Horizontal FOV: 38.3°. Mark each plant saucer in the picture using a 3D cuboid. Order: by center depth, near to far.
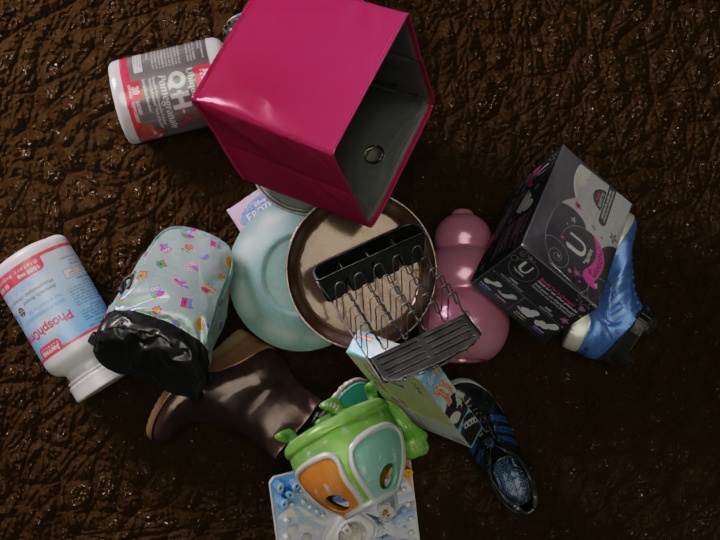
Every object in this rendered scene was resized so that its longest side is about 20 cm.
[{"bbox_3d":[0.000,0.000,1.336,0.197,0.034,0.204,0,88,-9],"label":"plant saucer"},{"bbox_3d":[-0.078,0.005,1.366,0.197,0.039,0.205,0,88,-2],"label":"plant saucer"}]

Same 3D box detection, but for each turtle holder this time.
[{"bbox_3d":[-0.006,0.228,1.289,0.140,0.185,0.133,-33,76,16],"label":"turtle holder"}]

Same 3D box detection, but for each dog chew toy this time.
[{"bbox_3d":[0.136,0.019,1.380,0.122,0.125,0.204,1,80,-3],"label":"dog chew toy"}]

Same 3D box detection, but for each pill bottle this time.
[{"bbox_3d":[-0.384,0.065,1.355,0.108,0.109,0.202,-31,89,-4],"label":"pill bottle"},{"bbox_3d":[-0.224,-0.244,1.375,0.197,0.111,0.113,-14,88,-3],"label":"pill bottle"}]

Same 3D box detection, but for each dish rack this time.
[{"bbox_3d":[0.047,0.041,1.244,0.152,0.055,0.201,-25,44,-10],"label":"dish rack"}]

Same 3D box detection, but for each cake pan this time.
[{"bbox_3d":[-0.059,-0.172,1.378,0.197,0.037,0.203,-4,67,10],"label":"cake pan"}]

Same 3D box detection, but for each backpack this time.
[{"bbox_3d":[-0.234,0.045,1.323,0.165,0.127,0.202,26,44,-8],"label":"backpack"}]

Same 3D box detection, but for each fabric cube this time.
[{"bbox_3d":[-0.049,-0.203,1.259,0.197,0.200,0.198,21,73,22],"label":"fabric cube"}]

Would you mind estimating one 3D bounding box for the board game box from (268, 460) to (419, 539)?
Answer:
[{"bbox_3d":[-0.012,0.348,1.359,0.197,0.026,0.204,-10,98,-21],"label":"board game box"}]

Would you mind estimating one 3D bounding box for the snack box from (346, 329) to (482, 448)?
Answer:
[{"bbox_3d":[0.071,0.152,1.314,0.115,0.200,0.037,18,67,34],"label":"snack box"}]

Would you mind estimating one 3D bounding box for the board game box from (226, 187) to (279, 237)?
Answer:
[{"bbox_3d":[-0.047,-0.051,1.410,0.199,0.041,0.201,-34,89,-4],"label":"board game box"}]

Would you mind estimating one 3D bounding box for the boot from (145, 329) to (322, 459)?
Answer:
[{"bbox_3d":[-0.166,0.189,1.355,0.200,0.073,0.166,-44,66,-11],"label":"boot"}]

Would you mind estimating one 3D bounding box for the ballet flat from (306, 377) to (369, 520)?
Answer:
[{"bbox_3d":[-0.041,0.235,1.385,0.075,0.064,0.203,22,87,-22],"label":"ballet flat"}]

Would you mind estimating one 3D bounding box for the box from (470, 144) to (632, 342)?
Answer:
[{"bbox_3d":[0.251,-0.036,1.335,0.132,0.115,0.201,37,51,-9],"label":"box"}]

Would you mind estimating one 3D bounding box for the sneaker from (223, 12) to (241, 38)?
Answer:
[{"bbox_3d":[-0.090,-0.341,1.417,0.197,0.073,0.073,-11,117,8],"label":"sneaker"}]

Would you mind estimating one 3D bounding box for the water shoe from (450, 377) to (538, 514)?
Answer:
[{"bbox_3d":[0.181,0.231,1.390,0.071,0.079,0.201,-33,89,-4],"label":"water shoe"}]

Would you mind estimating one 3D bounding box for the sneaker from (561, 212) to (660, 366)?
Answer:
[{"bbox_3d":[0.360,0.031,1.407,0.110,0.077,0.203,22,91,4],"label":"sneaker"}]
